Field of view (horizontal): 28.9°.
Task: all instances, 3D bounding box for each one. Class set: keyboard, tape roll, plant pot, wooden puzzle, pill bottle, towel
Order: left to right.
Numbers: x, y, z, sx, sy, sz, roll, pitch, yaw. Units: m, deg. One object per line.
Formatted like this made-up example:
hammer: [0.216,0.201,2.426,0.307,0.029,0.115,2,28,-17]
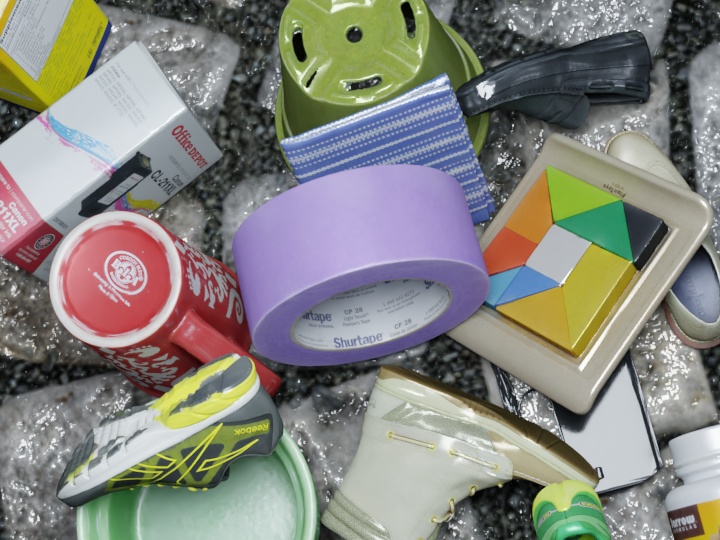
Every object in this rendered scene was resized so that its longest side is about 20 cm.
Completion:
tape roll: [0.000,0.000,1.134,0.199,0.200,0.085,-16,66,4]
plant pot: [0.006,-0.166,1.182,0.199,0.190,0.202,-2,77,8]
towel: [0.028,-0.077,1.157,0.144,0.200,0.024,-21,57,5]
keyboard: [0.171,0.095,1.187,0.126,0.021,0.201,-15,75,3]
wooden puzzle: [0.168,-0.005,1.158,0.185,0.037,0.201,31,87,42]
pill bottle: [0.305,0.223,1.092,0.109,0.109,0.201,-14,75,5]

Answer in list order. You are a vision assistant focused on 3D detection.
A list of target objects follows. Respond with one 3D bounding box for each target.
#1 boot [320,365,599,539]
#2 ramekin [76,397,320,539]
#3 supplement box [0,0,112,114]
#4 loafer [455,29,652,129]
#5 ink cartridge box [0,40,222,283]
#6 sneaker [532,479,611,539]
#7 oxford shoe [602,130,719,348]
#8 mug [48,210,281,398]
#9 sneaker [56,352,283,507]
boot: [0.080,0.184,1.143,0.199,0.072,0.156,24,95,10]
ramekin: [-0.127,0.206,1.163,0.198,0.098,0.201,-2,77,8]
supplement box: [-0.315,-0.225,1.235,0.109,0.200,0.109,20,80,12]
loafer: [0.170,-0.153,1.185,0.200,0.068,0.071,-17,94,-29]
ink cartridge box: [-0.232,-0.089,1.220,0.200,0.146,0.083,-38,76,-1]
sneaker: [0.180,0.264,1.089,0.074,0.084,0.201,-20,107,11]
oxford shoe: [0.263,-0.035,1.174,0.070,0.074,0.201,-25,75,2]
mug: [-0.153,0.029,1.155,0.176,0.200,0.134,6,78,10]
sneaker: [-0.149,0.146,1.090,0.199,0.075,0.085,-29,113,18]
